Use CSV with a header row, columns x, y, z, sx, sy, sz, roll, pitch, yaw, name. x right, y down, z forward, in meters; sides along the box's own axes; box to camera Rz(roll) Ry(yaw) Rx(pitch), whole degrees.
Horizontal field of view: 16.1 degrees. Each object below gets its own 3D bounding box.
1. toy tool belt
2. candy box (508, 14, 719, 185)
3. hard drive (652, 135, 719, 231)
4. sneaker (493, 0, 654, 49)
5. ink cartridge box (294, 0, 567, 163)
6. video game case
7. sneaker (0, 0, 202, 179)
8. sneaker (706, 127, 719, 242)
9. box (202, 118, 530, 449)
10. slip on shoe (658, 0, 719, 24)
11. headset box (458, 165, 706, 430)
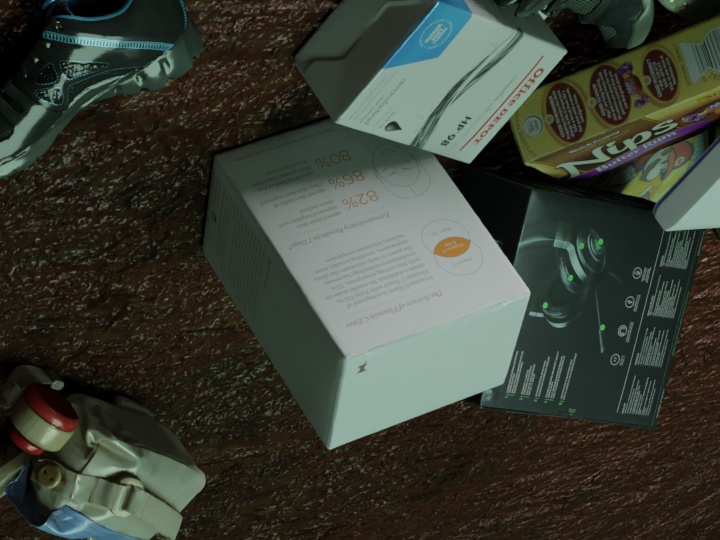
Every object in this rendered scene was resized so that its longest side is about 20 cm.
x,y,z,sx,sy,sz,roll,pitch,yaw,name
-0.215,0.160,1.895,0.123,0.125,0.200,-50,146,10,toy tool belt
0.219,-0.129,1.890,0.199,0.057,0.117,-22,167,17,candy box
0.328,-0.084,1.972,0.199,0.025,0.132,-4,144,-48,hard drive
0.145,-0.207,1.780,0.114,0.077,0.200,-20,158,3,sneaker
0.063,-0.147,1.785,0.116,0.067,0.199,-49,146,21,ink cartridge box
0.235,-0.080,2.087,0.181,0.023,0.201,-17,145,-27,video game case
-0.198,-0.127,1.578,0.199,0.073,0.082,-33,134,-13,sneaker
0.327,-0.076,2.087,0.083,0.074,0.201,-22,148,-12,sneaker
0.000,0.000,1.799,0.151,0.200,0.107,-18,146,-23,box
0.246,-0.224,1.858,0.074,0.061,0.200,-36,153,13,slip on shoe
0.151,0.022,1.979,0.199,0.093,0.175,7,99,-36,headset box
